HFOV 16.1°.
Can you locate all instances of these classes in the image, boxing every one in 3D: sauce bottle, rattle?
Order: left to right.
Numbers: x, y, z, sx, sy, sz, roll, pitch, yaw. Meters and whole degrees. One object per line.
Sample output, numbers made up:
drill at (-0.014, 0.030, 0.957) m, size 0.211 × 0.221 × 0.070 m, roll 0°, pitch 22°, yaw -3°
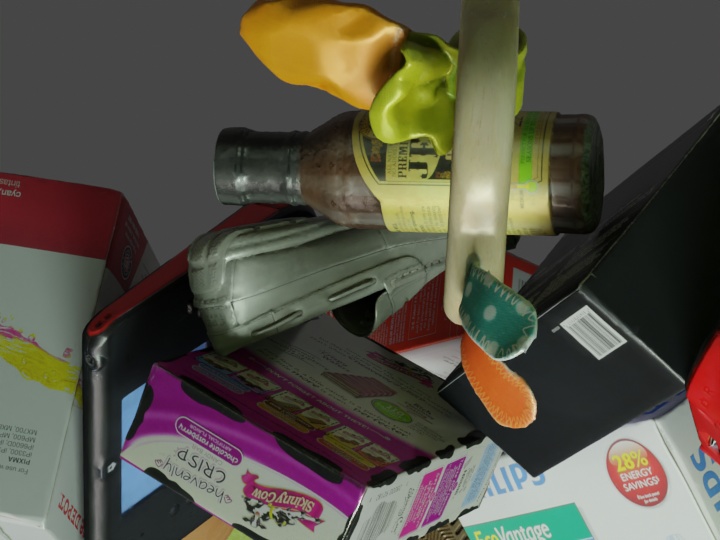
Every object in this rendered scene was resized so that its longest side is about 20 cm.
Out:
rattle at (0.014, -0.034, 1.152) m, size 0.142 × 0.201 × 0.130 m, roll 11°, pitch 160°, yaw -13°
sauce bottle at (0.024, -0.051, 1.304) m, size 0.198 × 0.065 × 0.065 m, roll 1°, pitch 160°, yaw 12°

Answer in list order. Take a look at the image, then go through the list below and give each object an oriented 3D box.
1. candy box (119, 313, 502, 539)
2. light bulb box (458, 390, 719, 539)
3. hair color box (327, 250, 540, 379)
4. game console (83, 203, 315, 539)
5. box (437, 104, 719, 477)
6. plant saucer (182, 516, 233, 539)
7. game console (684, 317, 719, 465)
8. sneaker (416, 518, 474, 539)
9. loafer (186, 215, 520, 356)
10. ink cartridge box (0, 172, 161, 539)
candy box at (-0.019, 0.090, 1.359) m, size 0.136 × 0.061 × 0.200 m, roll 29°, pitch -161°, yaw 20°
light bulb box at (0.190, 0.111, 1.472) m, size 0.200 × 0.125 × 0.198 m, roll -31°, pitch -173°, yaw -38°
hair color box at (0.042, 0.043, 1.560) m, size 0.101 × 0.062 × 0.199 m, roll 22°, pitch 155°, yaw -36°
game console at (-0.090, 0.067, 1.428) m, size 0.031 × 0.177 × 0.201 m, roll 27°, pitch 134°, yaw 25°
box at (0.138, 0.013, 1.311) m, size 0.079 × 0.141 × 0.200 m, roll 40°, pitch 155°, yaw -3°
plant saucer at (-0.163, 0.106, 1.564) m, size 0.199 × 0.202 × 0.037 m, roll 8°, pitch 163°, yaw -4°
game console at (0.217, 0.009, 1.235) m, size 0.031 × 0.177 × 0.200 m, roll 34°, pitch 174°, yaw 15°
sneaker at (0.025, 0.150, 1.572) m, size 0.200 × 0.071 × 0.112 m, roll 44°, pitch -175°, yaw 31°
loafer at (0.000, 0.000, 1.368) m, size 0.199 × 0.070 × 0.070 m, roll -11°, pitch -175°, yaw -26°
ink cartridge box at (-0.212, 0.062, 1.471) m, size 0.144 × 0.201 × 0.145 m, roll 9°, pitch 161°, yaw 8°
